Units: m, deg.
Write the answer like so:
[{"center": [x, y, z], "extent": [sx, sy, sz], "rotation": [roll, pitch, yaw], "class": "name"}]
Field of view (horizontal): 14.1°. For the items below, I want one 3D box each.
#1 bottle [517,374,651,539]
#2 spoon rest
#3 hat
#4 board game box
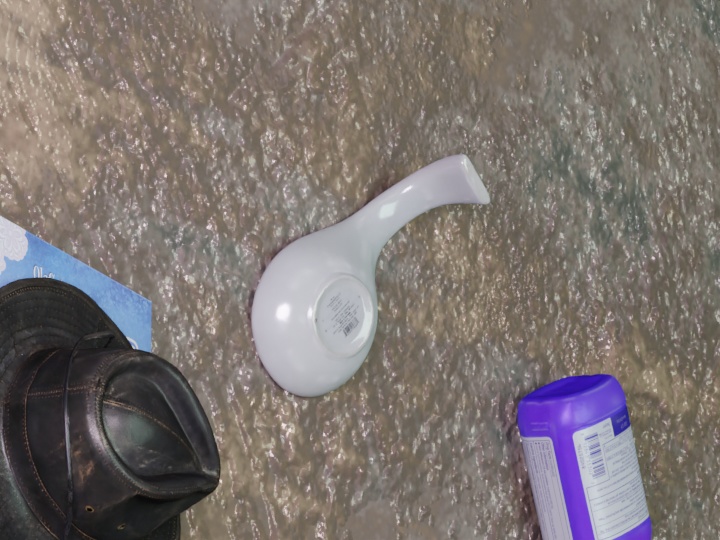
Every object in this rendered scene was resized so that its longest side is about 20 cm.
[{"center": [0.165, 0.177, 2.051], "extent": [0.083, 0.065, 0.201], "rotation": [-23, 104, -49], "class": "bottle"}, {"center": [0.000, 0.000, 1.890], "extent": [0.200, 0.061, 0.100], "rotation": [-44, 118, -29], "class": "spoon rest"}, {"center": [-0.126, 0.092, 1.553], "extent": [0.201, 0.081, 0.201], "rotation": [37, 47, -52], "class": "hat"}, {"center": [-0.184, 0.080, 1.584], "extent": [0.200, 0.043, 0.200], "rotation": [32, 50, -54], "class": "board game box"}]
